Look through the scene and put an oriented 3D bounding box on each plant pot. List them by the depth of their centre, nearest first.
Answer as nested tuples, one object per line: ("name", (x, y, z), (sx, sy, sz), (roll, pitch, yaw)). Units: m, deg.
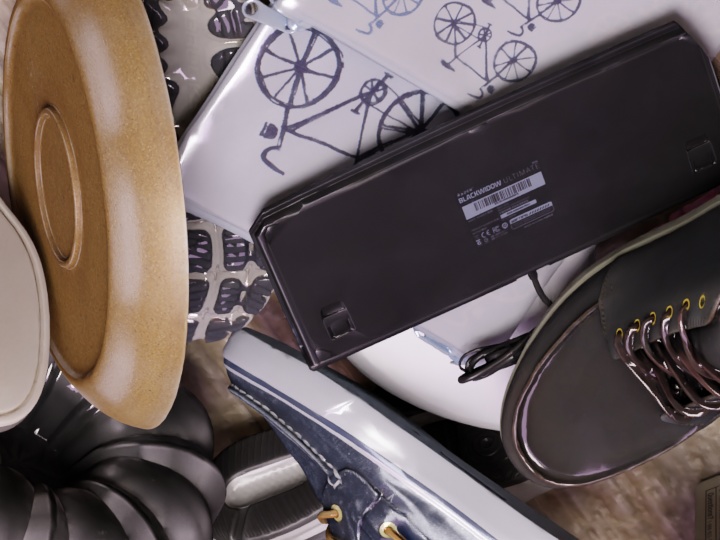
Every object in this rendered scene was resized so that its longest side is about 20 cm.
("plant pot", (-0.111, -0.035, 1.128), (0.027, 0.200, 0.201), (-7, 130, -19))

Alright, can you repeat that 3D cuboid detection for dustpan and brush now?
("dustpan and brush", (0.000, 0.000, 1.227), (0.199, 0.057, 0.141), (0, 108, -1))

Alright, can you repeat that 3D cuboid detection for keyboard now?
("keyboard", (0.064, -0.014, 1.152), (0.199, 0.021, 0.128), (-24, 120, -2))

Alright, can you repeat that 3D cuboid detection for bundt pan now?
("bundt pan", (-0.143, 0.079, 1.206), (0.201, 0.203, 0.076), (28, 132, -14))

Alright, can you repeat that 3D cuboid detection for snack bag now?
("snack bag", (0.035, -0.069, 1.132), (0.188, 0.021, 0.200), (28, 106, -30))

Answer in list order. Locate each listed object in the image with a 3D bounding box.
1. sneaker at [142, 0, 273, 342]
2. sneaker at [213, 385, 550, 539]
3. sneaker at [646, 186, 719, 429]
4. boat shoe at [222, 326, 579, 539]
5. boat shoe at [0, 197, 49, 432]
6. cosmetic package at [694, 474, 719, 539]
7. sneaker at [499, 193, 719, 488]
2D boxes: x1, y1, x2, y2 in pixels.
("sneaker", (-0.064, -0.059, 1.173), (0.077, 0.080, 0.201), (6, 122, 1))
("sneaker", (0.035, 0.104, 1.304), (0.199, 0.076, 0.116), (-17, 142, 11))
("sneaker", (0.165, 0.007, 1.187), (0.079, 0.096, 0.201), (20, 127, -12))
("boat shoe", (0.007, 0.111, 1.206), (0.200, 0.071, 0.091), (35, 93, 9))
("boat shoe", (-0.180, -0.012, 1.171), (0.067, 0.201, 0.057), (-8, 151, -30))
("cosmetic package", (0.251, 0.116, 1.253), (0.199, 0.104, 0.073), (-22, 122, 23))
("sneaker", (0.121, 0.029, 1.095), (0.075, 0.106, 0.200), (45, 115, -5))
